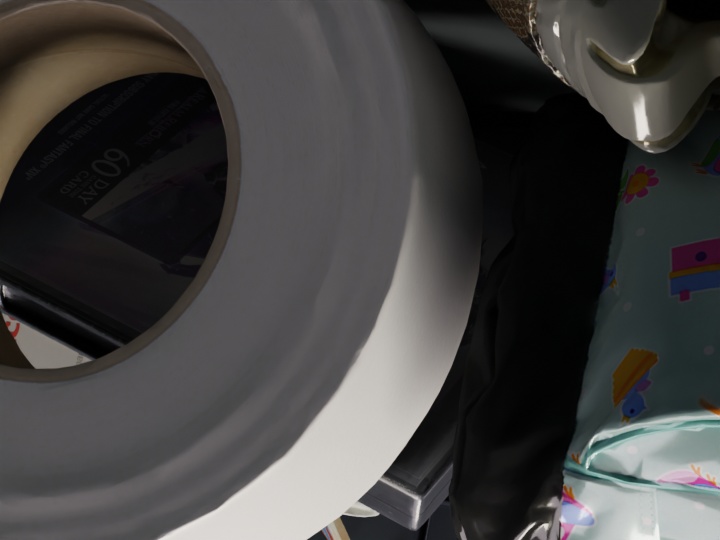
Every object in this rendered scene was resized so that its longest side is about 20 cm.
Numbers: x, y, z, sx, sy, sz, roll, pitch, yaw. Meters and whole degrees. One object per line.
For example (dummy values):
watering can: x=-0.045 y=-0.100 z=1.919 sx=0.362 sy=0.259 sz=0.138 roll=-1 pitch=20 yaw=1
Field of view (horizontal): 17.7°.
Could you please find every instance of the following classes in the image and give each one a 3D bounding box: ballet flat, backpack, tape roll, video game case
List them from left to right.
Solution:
tape roll: x=-0.070 y=-0.015 z=0.628 sx=0.201 sy=0.204 sz=0.071 roll=8 pitch=171 yaw=19
video game case: x=-0.029 y=-0.012 z=0.708 sx=0.199 sy=0.143 sz=0.019 roll=25 pitch=136 yaw=22
ballet flat: x=0.103 y=-0.057 z=0.547 sx=0.198 sy=0.076 sz=0.068 roll=8 pitch=142 yaw=25
backpack: x=0.130 y=0.027 z=0.587 sx=0.198 sy=0.168 sz=0.127 roll=5 pitch=149 yaw=15

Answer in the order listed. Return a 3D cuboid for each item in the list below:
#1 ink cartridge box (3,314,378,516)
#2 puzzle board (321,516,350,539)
ink cartridge box: x=-0.081 y=0.030 z=1.120 sx=0.198 sy=0.148 sz=0.086 roll=8 pitch=173 yaw=24
puzzle board: x=-0.060 y=0.015 z=0.838 sx=0.151 sy=0.017 sz=0.200 roll=55 pitch=173 yaw=29
